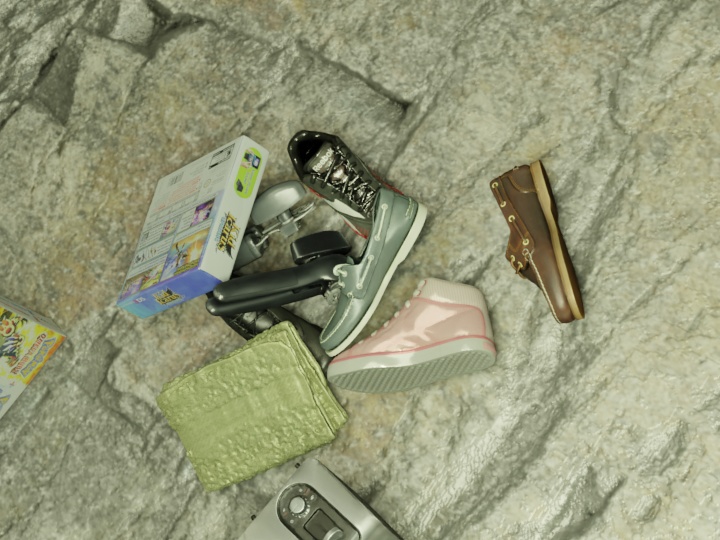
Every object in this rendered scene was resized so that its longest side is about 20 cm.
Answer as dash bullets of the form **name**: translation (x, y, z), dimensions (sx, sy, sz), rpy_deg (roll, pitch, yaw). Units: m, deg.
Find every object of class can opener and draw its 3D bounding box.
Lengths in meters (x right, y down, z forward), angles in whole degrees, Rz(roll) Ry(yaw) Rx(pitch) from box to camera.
- **can opener**: translation (-0.088, 0.016, 1.758), dimensions (0.198, 0.064, 0.079), rpy_deg (-20, 58, -31)
- **can opener**: translation (-0.141, -0.045, 1.850), dimensions (0.199, 0.053, 0.067), rpy_deg (-28, 103, 20)

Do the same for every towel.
- **towel**: translation (-0.125, 0.160, 1.765), dimensions (0.199, 0.036, 0.149), rpy_deg (-28, 92, 17)

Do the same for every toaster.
- **toaster**: translation (-0.049, 0.318, 1.627), dimensions (0.118, 0.200, 0.181), rpy_deg (39, 83, 28)

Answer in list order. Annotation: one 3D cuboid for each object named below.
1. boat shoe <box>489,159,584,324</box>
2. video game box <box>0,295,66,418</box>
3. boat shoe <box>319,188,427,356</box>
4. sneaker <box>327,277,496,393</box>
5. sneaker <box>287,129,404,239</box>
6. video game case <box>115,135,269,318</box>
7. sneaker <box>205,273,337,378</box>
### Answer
- **boat shoe**: translation (0.193, -0.025, 1.691), dimensions (0.070, 0.071, 0.202), rpy_deg (-19, 56, 11)
- **video game box**: translation (-0.483, 0.123, 1.900), dimensions (0.047, 0.182, 0.201), rpy_deg (40, 92, 27)
- **boat shoe**: translation (0.000, 0.000, 1.733), dimensions (0.201, 0.061, 0.073), rpy_deg (-59, 16, 5)
- **sneaker**: translation (0.056, 0.071, 1.723), dimensions (0.198, 0.075, 0.106), rpy_deg (-14, 60, 22)
- **sneaker**: translation (-0.015, -0.100, 1.802), dimensions (0.071, 0.098, 0.200), rpy_deg (-49, 60, 0)
- **video game case**: translation (-0.201, -0.049, 1.836), dimensions (0.199, 0.045, 0.183), rpy_deg (-20, 46, 50)
- **sneaker**: translation (-0.112, 0.065, 1.794), dimensions (0.199, 0.091, 0.076), rpy_deg (31, 86, 30)
